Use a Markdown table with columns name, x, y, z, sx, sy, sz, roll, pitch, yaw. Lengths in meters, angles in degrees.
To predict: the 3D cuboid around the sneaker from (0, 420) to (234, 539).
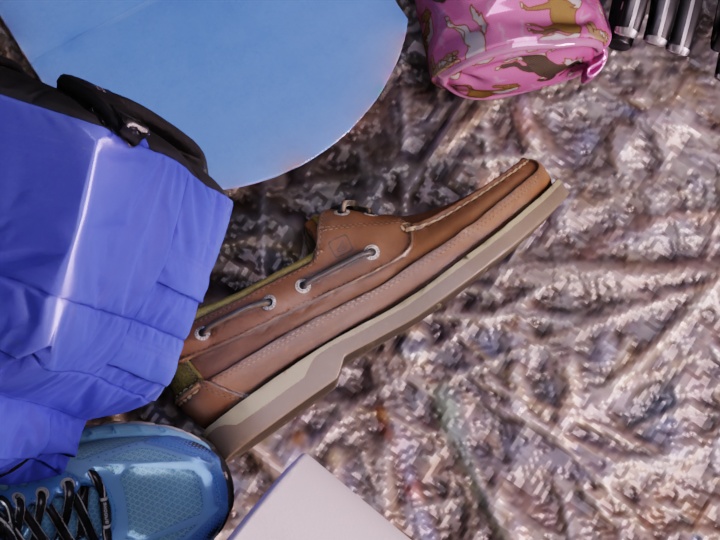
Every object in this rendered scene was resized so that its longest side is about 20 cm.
| name | x | y | z | sx | sy | sz | roll | pitch | yaw |
| --- | --- | --- | --- | --- | --- | --- | --- | --- | --- |
| sneaker | -0.147 | 0.116 | 1.095 | 0.199 | 0.090 | 0.079 | -14 | 93 | -10 |

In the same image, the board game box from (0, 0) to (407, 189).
| name | x | y | z | sx | sy | sz | roll | pitch | yaw |
| --- | --- | --- | --- | --- | --- | --- | --- | --- | --- |
| board game box | -0.080 | -0.121 | 1.203 | 0.157 | 0.039 | 0.201 | -30 | 75 | -14 |

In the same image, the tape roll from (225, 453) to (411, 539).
| name | x | y | z | sx | sy | sz | roll | pitch | yaw |
| --- | --- | --- | --- | --- | --- | --- | --- | --- | --- |
| tape roll | -0.033 | 0.191 | 1.043 | 0.139 | 0.203 | 0.203 | 40 | 73 | 2 |

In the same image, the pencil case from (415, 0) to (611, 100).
| name | x | y | z | sx | sy | sz | roll | pitch | yaw |
| --- | --- | --- | --- | --- | --- | --- | --- | --- | --- |
| pencil case | 0.058 | -0.177 | 1.218 | 0.086 | 0.083 | 0.201 | -18 | 75 | 32 |

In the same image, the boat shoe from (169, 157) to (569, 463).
| name | x | y | z | sx | sy | sz | roll | pitch | yaw |
| --- | --- | --- | --- | --- | --- | --- | --- | --- | --- |
| boat shoe | 0.000 | 0.000 | 1.166 | 0.200 | 0.072 | 0.068 | -35 | 84 | -16 |

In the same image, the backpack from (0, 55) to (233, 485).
| name | x | y | z | sx | sy | sz | roll | pitch | yaw |
| --- | --- | --- | --- | --- | --- | --- | --- | --- | --- |
| backpack | -0.153 | -0.004 | 1.058 | 0.162 | 0.200 | 0.169 | 23 | 93 | 14 |

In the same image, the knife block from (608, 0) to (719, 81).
| name | x | y | z | sx | sy | sz | roll | pitch | yaw |
| --- | --- | --- | --- | --- | --- | --- | --- | --- | --- |
| knife block | 0.156 | -0.194 | 1.244 | 0.175 | 0.064 | 0.201 | -28 | 82 | -18 |
